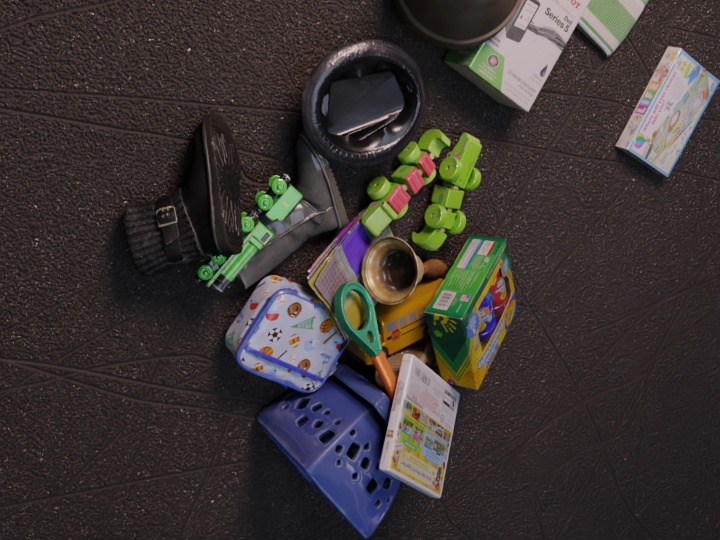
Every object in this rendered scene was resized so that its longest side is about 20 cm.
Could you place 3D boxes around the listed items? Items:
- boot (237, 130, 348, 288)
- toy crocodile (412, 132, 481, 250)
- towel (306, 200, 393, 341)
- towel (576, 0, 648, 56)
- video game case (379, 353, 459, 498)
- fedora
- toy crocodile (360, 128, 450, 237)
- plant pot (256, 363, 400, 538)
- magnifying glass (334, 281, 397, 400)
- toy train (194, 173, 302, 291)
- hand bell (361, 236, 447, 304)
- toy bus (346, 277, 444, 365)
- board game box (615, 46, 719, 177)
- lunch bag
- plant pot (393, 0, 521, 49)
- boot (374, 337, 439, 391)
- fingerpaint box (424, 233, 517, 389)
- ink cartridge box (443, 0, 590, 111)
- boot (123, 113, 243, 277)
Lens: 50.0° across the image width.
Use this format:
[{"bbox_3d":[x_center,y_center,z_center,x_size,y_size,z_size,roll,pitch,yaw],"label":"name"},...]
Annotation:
[{"bbox_3d":[-0.128,-0.090,1.162,0.198,0.073,0.184,-25,118,-8],"label":"boot"},{"bbox_3d":[0.145,-0.128,1.280,0.067,0.061,0.203,9,104,-43],"label":"toy crocodile"},{"bbox_3d":[0.000,0.000,1.236,0.200,0.023,0.145,-50,126,-31],"label":"towel"},{"bbox_3d":[0.436,-0.487,1.309,0.151,0.023,0.202,28,95,-33],"label":"towel"},{"bbox_3d":[0.100,0.257,1.256,0.200,0.023,0.185,43,55,-51],"label":"video game case"},{"bbox_3d":[-0.006,-0.248,1.136,0.198,0.092,0.204,-10,115,-23],"label":"fedora"},{"bbox_3d":[0.072,-0.140,1.229,0.201,0.061,0.068,-51,124,-14],"label":"toy crocodile"},{"bbox_3d":[-0.024,0.283,1.289,0.180,0.199,0.201,-42,123,-14],"label":"plant pot"},{"bbox_3d":[0.016,0.111,1.201,0.080,0.022,0.202,-42,113,-50],"label":"magnifying glass"},{"bbox_3d":[-0.160,-0.051,1.109,0.056,0.042,0.201,40,92,-22],"label":"toy train"},{"bbox_3d":[0.096,0.000,1.277,0.199,0.103,0.106,-1,114,-58],"label":"hand bell"},{"bbox_3d":[0.069,0.084,1.310,0.198,0.065,0.079,-24,121,-28],"label":"toy bus"},{"bbox_3d":[0.579,-0.295,1.453,0.133,0.034,0.202,22,99,-32],"label":"board game box"},{"bbox_3d":[-0.109,0.109,1.232,0.199,0.075,0.162,31,93,-40],"label":"lunch bag"},{"bbox_3d":[0.143,-0.419,1.055,0.196,0.174,0.204,0,97,-1],"label":"plant pot"},{"bbox_3d":[0.087,0.215,1.339,0.199,0.071,0.169,-31,124,-56],"label":"boot"},{"bbox_3d":[0.195,0.069,1.315,0.201,0.072,0.169,-54,140,-37],"label":"fingerpaint box"},{"bbox_3d":[0.246,-0.379,1.217,0.144,0.084,0.202,25,98,-32],"label":"ink cartridge box"},{"bbox_3d":[-0.251,-0.105,1.076,0.155,0.215,0.079,-9,165,16],"label":"boot"}]
